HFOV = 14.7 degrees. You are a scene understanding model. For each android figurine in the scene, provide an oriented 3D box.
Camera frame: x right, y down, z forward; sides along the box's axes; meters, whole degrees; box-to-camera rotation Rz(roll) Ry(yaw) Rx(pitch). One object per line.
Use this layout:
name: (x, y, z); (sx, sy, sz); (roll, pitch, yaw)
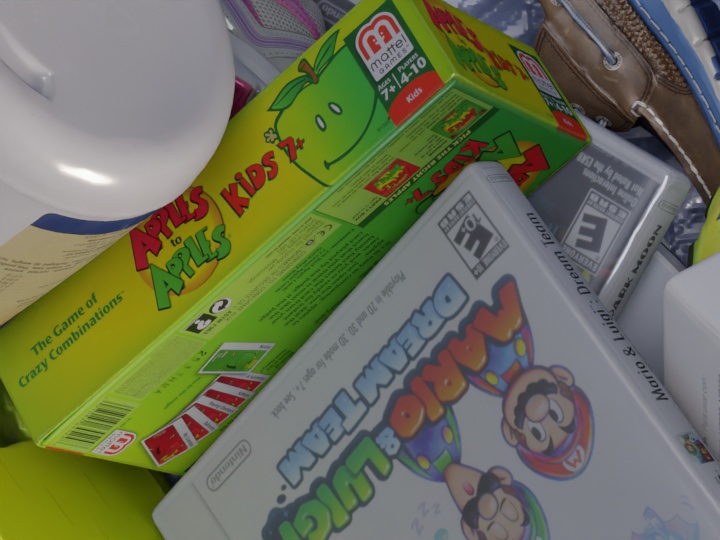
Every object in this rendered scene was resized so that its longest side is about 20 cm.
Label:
android figurine: (-0.094, 0.120, 1.008); (0.041, 0.182, 0.201); (-39, 82, 20)

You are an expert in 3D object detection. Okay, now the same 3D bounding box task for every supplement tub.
supplement tub: (-0.154, -0.046, 0.934); (0.200, 0.144, 0.145); (-33, 80, 37)

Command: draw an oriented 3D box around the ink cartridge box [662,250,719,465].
ink cartridge box: (0.209, 0.054, 0.892); (0.144, 0.085, 0.200); (-26, 44, -19)

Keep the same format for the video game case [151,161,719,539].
video game case: (0.032, 0.096, 0.963); (0.200, 0.024, 0.183); (-47, 66, 29)

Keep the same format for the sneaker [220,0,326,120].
sneaker: (-0.092, -0.111, 1.014); (0.200, 0.088, 0.081); (43, 130, -16)

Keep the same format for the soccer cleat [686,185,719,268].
soccer cleat: (0.196, -0.036, 1.005); (0.200, 0.084, 0.065); (-33, 98, -32)

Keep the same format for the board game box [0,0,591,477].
board game box: (-0.025, -0.010, 0.981); (0.200, 0.101, 0.048); (-41, 63, 18)

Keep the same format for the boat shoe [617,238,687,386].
boat shoe: (0.088, 0.007, 1.046); (0.072, 0.068, 0.200); (-49, 66, 18)

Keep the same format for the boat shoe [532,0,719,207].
boat shoe: (0.100, -0.088, 1.072); (0.072, 0.072, 0.201); (-30, 84, 18)

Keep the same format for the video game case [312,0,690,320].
video game case: (0.000, 0.000, 1.036); (0.199, 0.023, 0.183); (33, 98, 31)
